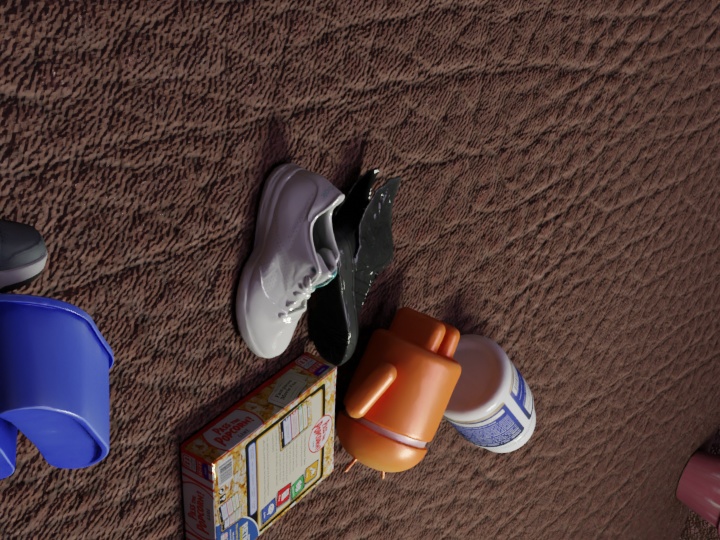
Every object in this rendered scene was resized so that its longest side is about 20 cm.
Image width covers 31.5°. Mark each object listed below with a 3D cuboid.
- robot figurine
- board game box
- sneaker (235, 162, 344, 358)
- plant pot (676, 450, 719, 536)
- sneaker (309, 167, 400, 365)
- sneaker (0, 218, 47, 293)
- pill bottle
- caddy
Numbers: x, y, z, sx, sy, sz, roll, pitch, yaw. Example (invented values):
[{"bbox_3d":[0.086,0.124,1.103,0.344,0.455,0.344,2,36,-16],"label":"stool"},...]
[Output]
[{"bbox_3d":[0.042,0.146,1.479,0.144,0.116,0.201,-144,-103,-84],"label":"robot figurine"},{"bbox_3d":[-0.103,0.200,1.347,0.200,0.046,0.152,-35,138,-44],"label":"board game box"},{"bbox_3d":[-0.061,0.003,1.231,0.075,0.088,0.201,-24,130,-52],"label":"sneaker"},{"bbox_3d":[0.861,0.524,3.042,0.200,0.179,0.201,-38,141,-40],"label":"plant pot"},{"bbox_3d":[-0.002,-0.001,1.354,0.104,0.060,0.201,-33,134,-38],"label":"sneaker"},{"bbox_3d":[-0.275,-0.055,0.848,0.200,0.083,0.121,2,119,-58],"label":"sneaker"},{"bbox_3d":[0.166,0.171,1.701,0.116,0.115,0.200,-60,150,-12],"label":"pill bottle"},{"bbox_3d":[-0.250,0.075,0.900,0.200,0.141,0.105,87,-5,-68],"label":"caddy"}]
